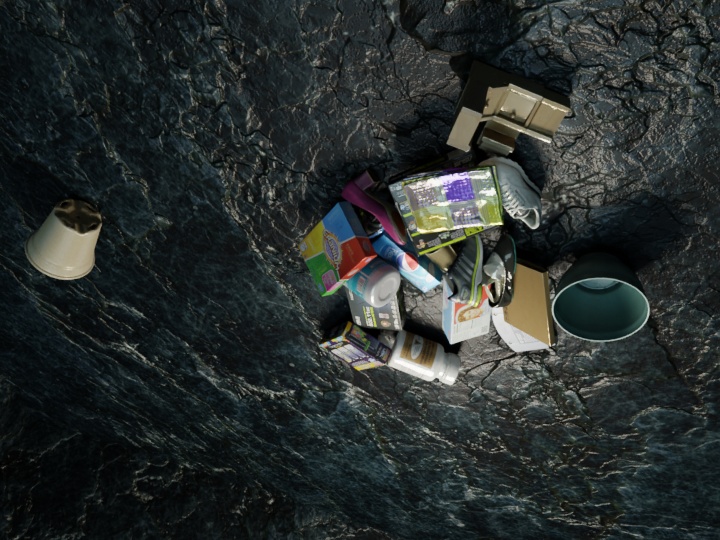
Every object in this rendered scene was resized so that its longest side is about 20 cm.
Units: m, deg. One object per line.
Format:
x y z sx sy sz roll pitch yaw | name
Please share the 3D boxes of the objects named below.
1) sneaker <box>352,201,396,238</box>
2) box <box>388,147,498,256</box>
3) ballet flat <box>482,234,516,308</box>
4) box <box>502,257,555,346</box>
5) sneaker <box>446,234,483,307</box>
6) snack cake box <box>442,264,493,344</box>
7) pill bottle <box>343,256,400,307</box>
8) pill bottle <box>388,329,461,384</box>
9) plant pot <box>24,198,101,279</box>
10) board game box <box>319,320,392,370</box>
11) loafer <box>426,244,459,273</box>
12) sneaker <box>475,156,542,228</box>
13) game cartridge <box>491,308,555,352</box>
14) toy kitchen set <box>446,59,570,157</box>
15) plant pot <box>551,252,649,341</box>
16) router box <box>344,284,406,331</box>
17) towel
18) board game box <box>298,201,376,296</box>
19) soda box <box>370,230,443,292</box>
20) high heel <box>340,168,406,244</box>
0.001 -0.122 1.343 0.198 0.071 0.083 -19 121 33 | sneaker
0.184 -0.151 1.208 0.197 0.048 0.195 -21 120 14 | box
0.326 0.012 1.275 0.068 0.068 0.202 -21 126 -15 | ballet flat
0.393 0.066 1.304 0.163 0.021 0.203 32 142 57 | box
0.243 -0.015 1.281 0.079 0.204 0.074 0 177 -3 | sneaker
0.275 0.091 1.409 0.113 0.068 0.202 -14 134 -8 | snack cake box
0.000 0.000 1.398 0.199 0.110 0.112 35 147 34 | pill bottle
0.191 0.262 1.612 0.197 0.115 0.115 21 137 1 | pill bottle
-0.878 -0.108 1.643 0.199 0.202 0.183 36 123 -15 | plant pot
-0.019 0.235 1.673 0.164 0.057 0.200 33 155 -13 | board game box
0.186 -0.057 1.335 0.075 0.068 0.201 -19 123 35 | loafer
0.316 -0.163 1.137 0.198 0.082 0.076 26 147 -30 | sneaker
0.428 0.138 1.455 0.132 0.041 0.201 -15 125 28 | game cartridge
0.265 -0.252 1.031 0.197 0.182 0.164 21 138 0 | toy kitchen set
0.544 0.045 1.244 0.197 0.135 0.202 11 135 11 | plant pot
0.044 0.078 1.528 0.147 0.063 0.202 5 134 19 | router box
0.193 -0.144 1.140 0.197 0.023 0.145 -4 125 24 | towel
-0.062 -0.051 1.340 0.200 0.040 0.155 -41 71 42 | board game box
0.120 -0.036 1.383 0.199 0.068 0.064 38 135 -16 | soda box
0.033 -0.131 1.272 0.096 0.067 0.202 -36 72 29 | high heel
